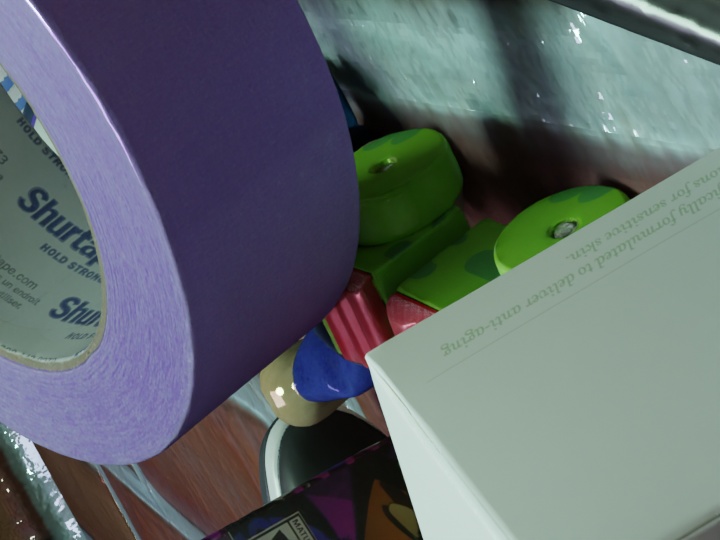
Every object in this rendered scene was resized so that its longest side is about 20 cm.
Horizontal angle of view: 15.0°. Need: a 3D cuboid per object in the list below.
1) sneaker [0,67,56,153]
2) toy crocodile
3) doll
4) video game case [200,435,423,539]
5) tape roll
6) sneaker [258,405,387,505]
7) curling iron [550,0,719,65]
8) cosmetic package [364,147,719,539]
[{"bbox_3d":[-0.106,-0.047,0.973,0.146,0.080,0.201,-18,73,59],"label":"sneaker"},{"bbox_3d":[0.031,0.012,0.732,0.200,0.062,0.068,21,141,54],"label":"toy crocodile"},{"bbox_3d":[0.000,0.000,0.902,0.137,0.048,0.200,64,163,9],"label":"doll"},{"bbox_3d":[0.051,0.135,0.753,0.036,0.181,0.201,-36,82,38],"label":"video game case"},{"bbox_3d":[-0.094,-0.047,0.737,0.200,0.066,0.201,35,147,27],"label":"tape roll"},{"bbox_3d":[0.037,0.127,1.068,0.200,0.072,0.083,56,144,11],"label":"sneaker"},{"bbox_3d":[0.016,-0.077,0.582,0.200,0.049,0.026,31,110,30],"label":"curling iron"},{"bbox_3d":[0.082,0.080,0.616,0.085,0.107,0.201,51,164,42],"label":"cosmetic package"}]
